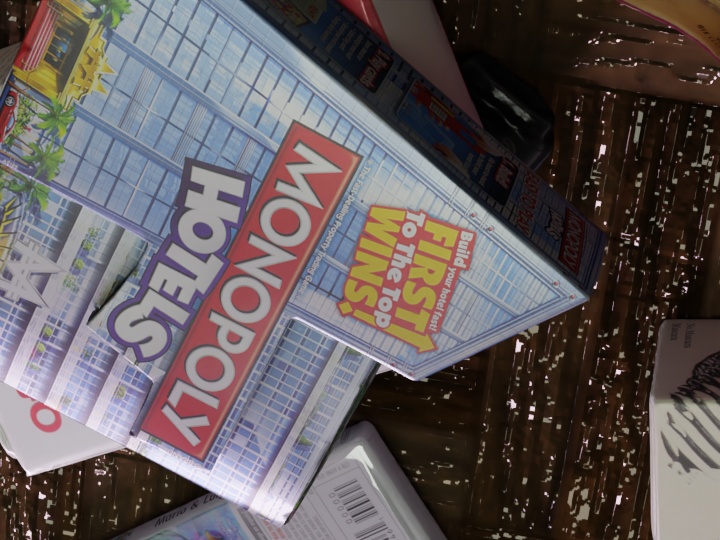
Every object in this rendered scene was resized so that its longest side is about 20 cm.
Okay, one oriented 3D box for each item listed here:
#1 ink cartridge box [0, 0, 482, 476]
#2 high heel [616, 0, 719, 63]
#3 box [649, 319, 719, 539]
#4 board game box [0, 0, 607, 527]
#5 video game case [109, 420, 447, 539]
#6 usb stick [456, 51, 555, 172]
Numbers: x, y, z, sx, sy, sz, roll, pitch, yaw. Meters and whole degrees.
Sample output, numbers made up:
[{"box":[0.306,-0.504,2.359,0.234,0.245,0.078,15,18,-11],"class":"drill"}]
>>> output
[{"box":[-0.057,-0.027,0.890,0.200,0.086,0.148,-16,109,20],"class":"ink cartridge box"},{"box":[0.086,-0.094,0.821,0.096,0.200,0.067,-36,150,-14],"class":"high heel"},{"box":[0.211,0.063,0.915,0.200,0.082,0.068,-1,113,9],"class":"box"},{"box":[-0.031,-0.007,0.813,0.200,0.062,0.200,28,115,1],"class":"board game box"},{"box":[-0.023,0.181,1.044,0.182,0.024,0.200,-26,108,21],"class":"video game case"},{"box":[0.000,0.000,0.953,0.055,0.033,0.200,40,115,-1],"class":"usb stick"}]
